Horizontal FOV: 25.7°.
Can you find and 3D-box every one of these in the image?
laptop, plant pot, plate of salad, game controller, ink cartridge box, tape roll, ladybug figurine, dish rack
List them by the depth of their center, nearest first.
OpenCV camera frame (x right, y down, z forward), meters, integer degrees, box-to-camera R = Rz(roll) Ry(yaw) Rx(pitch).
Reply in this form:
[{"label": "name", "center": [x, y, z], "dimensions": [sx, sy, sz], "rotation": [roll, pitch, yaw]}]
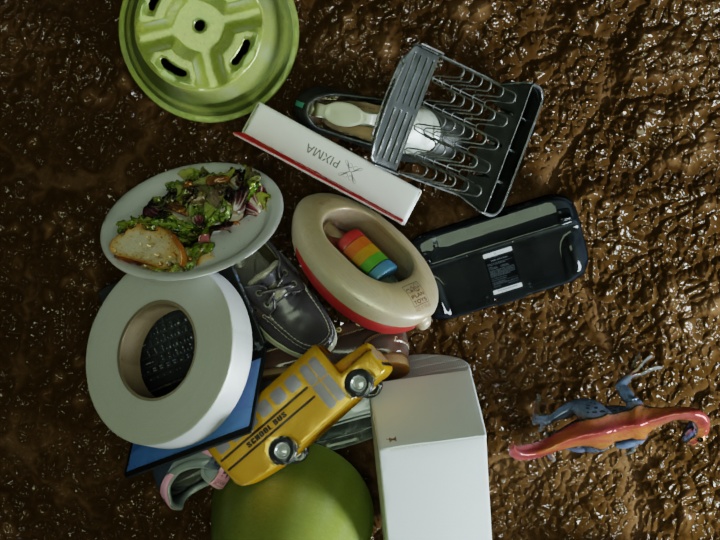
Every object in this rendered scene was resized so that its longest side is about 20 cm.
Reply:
[{"label": "plant pot", "center": [-0.164, -0.253, 1.655], "dimensions": [0.200, 0.184, 0.201], "rotation": [0, 97, -2]}, {"label": "tape roll", "center": [-0.204, 0.087, 1.664], "dimensions": [0.202, 0.037, 0.203], "rotation": [-8, 74, 31]}, {"label": "ink cartridge box", "center": [-0.031, -0.113, 1.671], "dimensions": [0.200, 0.176, 0.045], "rotation": [28, 92, 0]}, {"label": "plate of salad", "center": [-0.182, -0.062, 1.679], "dimensions": [0.199, 0.200, 0.048], "rotation": [-13, 129, 0]}, {"label": "laptop", "center": [-0.201, 0.093, 1.688], "dimensions": [0.177, 0.103, 0.200], "rotation": [-22, 92, 26]}, {"label": "dish rack", "center": [0.099, -0.154, 1.689], "dimensions": [0.200, 0.054, 0.154], "rotation": [16, 94, -47]}, {"label": "plant pot", "center": [-0.082, 0.309, 1.698], "dimensions": [0.187, 0.200, 0.188], "rotation": [1, 109, 3]}, {"label": "ladybug figurine", "center": [0.000, 0.000, 1.719], "dimensions": [0.200, 0.136, 0.072], "rotation": [47, 132, 21]}, {"label": "game controller", "center": [0.155, -0.014, 1.773], "dimensions": [0.199, 0.042, 0.105], "rotation": [-17, 111, 1]}]

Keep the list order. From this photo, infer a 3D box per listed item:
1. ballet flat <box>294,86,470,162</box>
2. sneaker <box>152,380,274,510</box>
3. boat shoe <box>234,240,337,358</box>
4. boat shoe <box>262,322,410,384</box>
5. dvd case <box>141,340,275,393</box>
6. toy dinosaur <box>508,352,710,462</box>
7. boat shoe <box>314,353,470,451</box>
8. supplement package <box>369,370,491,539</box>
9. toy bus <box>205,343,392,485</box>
[{"label": "ballet flat", "center": [0.025, -0.157, 1.730], "dimensions": [0.199, 0.068, 0.068], "rotation": [9, 95, -3]}, {"label": "sneaker", "center": [-0.142, 0.195, 1.737], "dimensions": [0.200, 0.082, 0.070], "rotation": [-34, 139, 21]}, {"label": "boat shoe", "center": [-0.102, 0.014, 1.715], "dimensions": [0.072, 0.065, 0.200], "rotation": [-36, 72, -13]}, {"label": "boat shoe", "center": [-0.045, 0.095, 1.750], "dimensions": [0.199, 0.070, 0.071], "rotation": [-8, 63, 1]}, {"label": "dvd case", "center": [-0.159, 0.098, 1.781], "dimensions": [0.199, 0.016, 0.149], "rotation": [12, 97, -3]}, {"label": "toy dinosaur", "center": [0.287, 0.183, 1.746], "dimensions": [0.181, 0.200, 0.105], "rotation": [-2, 116, 29]}, {"label": "boat shoe", "center": [0.031, 0.150, 1.775], "dimensions": [0.199, 0.072, 0.071], "rotation": [-14, 121, 5]}, {"label": "supplement package", "center": [0.077, 0.227, 1.717], "dimensions": [0.117, 0.117, 0.200], "rotation": [-7, 125, -1]}, {"label": "toy bus", "center": [-0.062, 0.146, 1.663], "dimensions": [0.200, 0.065, 0.078], "rotation": [-42, 79, 5]}]
